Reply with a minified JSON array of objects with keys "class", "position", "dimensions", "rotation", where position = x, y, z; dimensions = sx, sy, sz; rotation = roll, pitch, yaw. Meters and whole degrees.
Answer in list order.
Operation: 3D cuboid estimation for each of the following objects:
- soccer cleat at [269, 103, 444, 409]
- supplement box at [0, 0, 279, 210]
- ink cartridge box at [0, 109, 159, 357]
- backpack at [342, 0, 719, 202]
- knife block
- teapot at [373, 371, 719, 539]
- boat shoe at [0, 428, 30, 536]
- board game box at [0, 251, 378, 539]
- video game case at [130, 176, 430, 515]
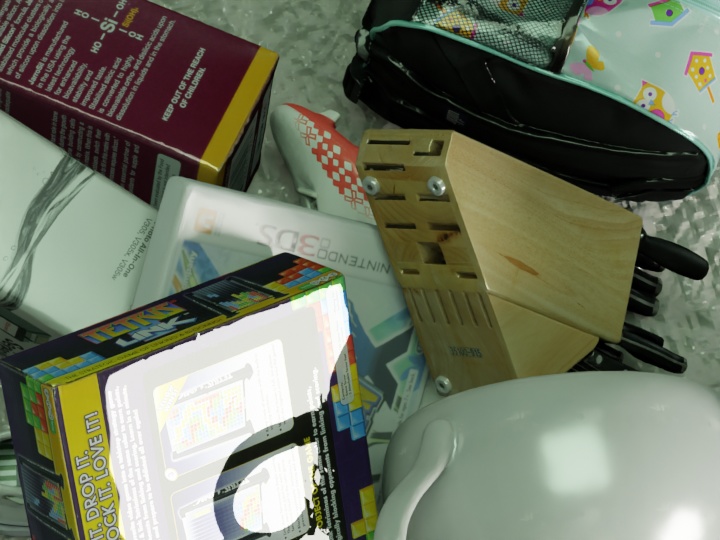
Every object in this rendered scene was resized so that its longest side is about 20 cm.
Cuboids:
[{"class":"soccer cleat","position":[0.000,0.000,1.445],"dimensions":[0.085,0.069,0.200],"rotation":[-34,83,-13]},{"class":"supplement box","position":[-0.154,-0.092,1.438],"dimensions":[0.200,0.110,0.086],"rotation":[22,58,5]},{"class":"ink cartridge box","position":[-0.186,-0.019,1.372],"dimensions":[0.200,0.146,0.084],"rotation":[33,74,-10]},{"class":"backpack","position":[0.111,-0.123,1.439],"dimensions":[0.200,0.176,0.153],"rotation":[27,75,2]},{"class":"knife block","position":[0.100,-0.016,1.395],"dimensions":[0.176,0.064,0.200],"rotation":[-38,118,-37]},{"class":"teapot","position":[0.103,0.141,1.337],"dimensions":[0.200,0.197,0.146],"rotation":[-4,71,-2]},{"class":"boat shoe","position":[-0.108,0.102,1.403],"dimensions":[0.200,0.067,0.074],"rotation":[-11,72,-7]},{"class":"board game box","position":[-0.074,0.112,1.291],"dimensions":[0.165,0.057,0.200],"rotation":[-20,114,-30]},{"class":"video game case","position":[-0.046,0.067,1.350],"dimensions":[0.182,0.022,0.200],"rotation":[13,95,-39]}]
